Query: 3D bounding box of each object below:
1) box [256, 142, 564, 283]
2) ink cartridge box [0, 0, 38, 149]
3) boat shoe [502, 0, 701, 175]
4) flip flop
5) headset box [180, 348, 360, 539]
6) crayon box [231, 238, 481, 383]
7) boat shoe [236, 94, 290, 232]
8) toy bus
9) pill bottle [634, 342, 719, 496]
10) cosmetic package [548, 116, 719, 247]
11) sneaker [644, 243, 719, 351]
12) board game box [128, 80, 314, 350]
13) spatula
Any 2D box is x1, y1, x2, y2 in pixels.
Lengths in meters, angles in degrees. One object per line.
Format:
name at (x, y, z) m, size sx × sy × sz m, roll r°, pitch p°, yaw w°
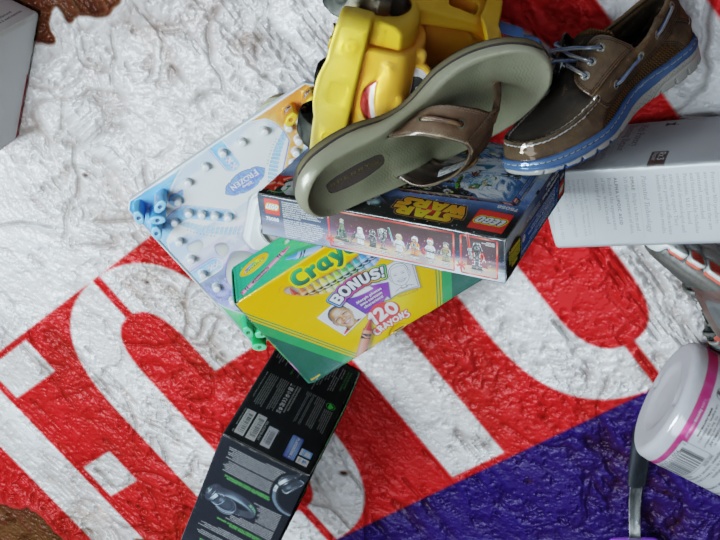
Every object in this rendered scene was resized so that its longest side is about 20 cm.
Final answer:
box at (0.041, -0.058, 0.814) m, size 0.199 × 0.137 × 0.040 m, roll 12°, pitch 126°, yaw 24°
ink cartridge box at (-0.421, -0.209, 1.003) m, size 0.199 × 0.083 × 0.147 m, roll 24°, pitch 124°, yaw 3°
boat shoe at (0.172, -0.145, 0.799) m, size 0.072 × 0.200 × 0.073 m, roll 16°, pitch 138°, yaw 51°
flip flop at (0.047, -0.088, 0.734) m, size 0.199 × 0.058 × 0.081 m, roll -29°, pitch 139°, yaw -2°
headset box at (-0.095, 0.201, 1.076) m, size 0.092 × 0.174 × 0.201 m, roll 26°, pitch 122°, yaw 3°
crayon box at (0.000, 0.000, 0.945) m, size 0.200 × 0.058 × 0.119 m, roll -32°, pitch 123°, yaw 12°
boat shoe at (-0.107, -0.068, 0.993) m, size 0.072 × 0.065 × 0.200 m, roll 30°, pitch 123°, yaw 0°
toy bus at (0.059, -0.157, 0.819) m, size 0.191 × 0.200 × 0.136 m, roll 17°, pitch 123°, yaw -1°
pill bottle at (0.357, 0.156, 0.943) m, size 0.199 × 0.113 × 0.114 m, roll 27°, pitch 123°, yaw 1°
cosmetic package at (0.254, -0.072, 0.841) m, size 0.199 × 0.102 × 0.074 m, roll -3°, pitch 117°, yaw 27°
sneaker at (0.313, 0.034, 0.911) m, size 0.200 × 0.077 × 0.082 m, roll 34°, pitch 124°, yaw -3°
board game box at (-0.071, -0.039, 0.958) m, size 0.199 × 0.026 × 0.200 m, roll -32°, pitch 123°, yaw 11°
spatula at (0.275, 0.231, 1.065) m, size 0.056 × 0.021 × 0.201 m, roll -1°, pitch 116°, yaw 4°
